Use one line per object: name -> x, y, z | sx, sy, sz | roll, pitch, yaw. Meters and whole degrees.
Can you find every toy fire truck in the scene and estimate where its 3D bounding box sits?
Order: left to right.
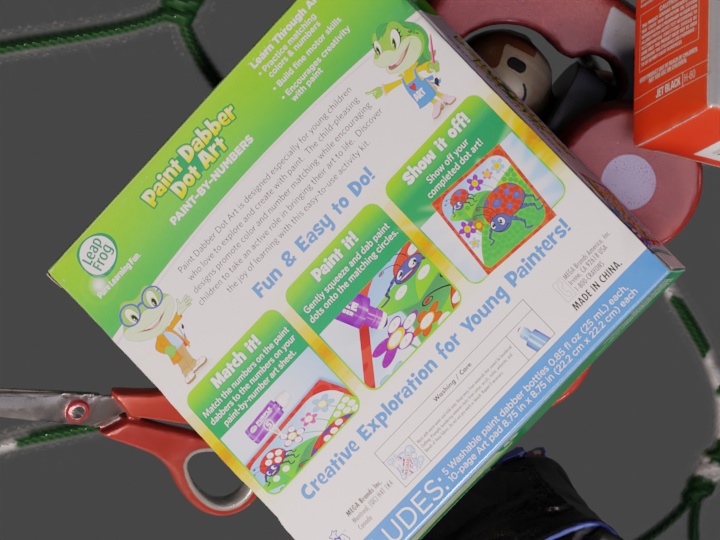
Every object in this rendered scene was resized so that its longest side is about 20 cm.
toy fire truck -> 0.047, -0.044, 1.279 | 0.167, 0.112, 0.201 | 31, 99, -11

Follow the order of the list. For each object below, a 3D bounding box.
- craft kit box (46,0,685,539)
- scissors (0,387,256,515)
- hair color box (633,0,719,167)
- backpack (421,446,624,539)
craft kit box -> 0.000, 0.000, 1.228 | 0.200, 0.048, 0.198 | -46, 81, 12
scissors -> -0.116, 0.058, 1.310 | 0.199, 0.014, 0.073 | 22, 107, -27
hair color box -> 0.175, -0.144, 1.237 | 0.101, 0.061, 0.201 | 13, 70, -25
backpack -> 0.045, 0.204, 1.366 | 0.199, 0.135, 0.183 | -31, 121, -6
